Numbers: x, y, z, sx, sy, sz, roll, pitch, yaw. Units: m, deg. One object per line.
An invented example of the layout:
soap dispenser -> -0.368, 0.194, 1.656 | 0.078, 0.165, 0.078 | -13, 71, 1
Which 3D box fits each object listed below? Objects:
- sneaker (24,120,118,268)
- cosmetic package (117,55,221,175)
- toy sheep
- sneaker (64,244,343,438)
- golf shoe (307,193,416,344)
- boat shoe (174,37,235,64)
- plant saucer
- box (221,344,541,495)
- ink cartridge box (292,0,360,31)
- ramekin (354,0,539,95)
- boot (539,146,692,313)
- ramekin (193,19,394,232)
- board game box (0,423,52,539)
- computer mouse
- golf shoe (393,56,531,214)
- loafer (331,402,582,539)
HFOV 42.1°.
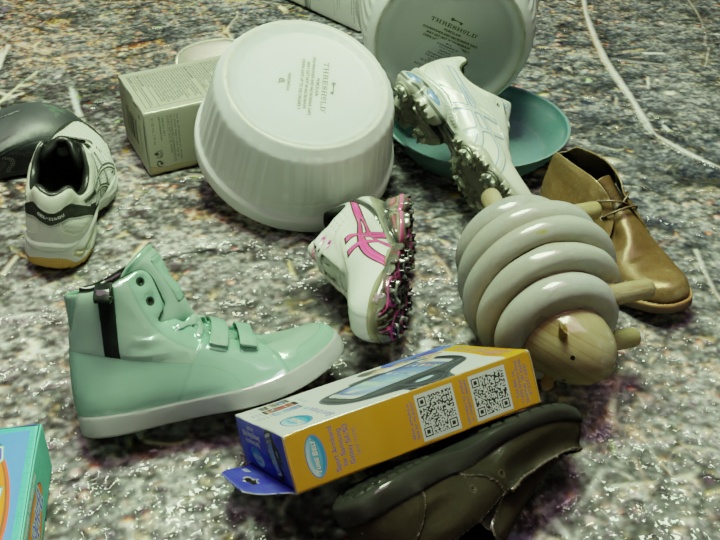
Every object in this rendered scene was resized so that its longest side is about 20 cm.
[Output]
sneaker -> -0.264, -0.094, 0.863 | 0.074, 0.089, 0.202 | 2, 39, -12
cosmetic package -> -0.149, -0.177, 1.003 | 0.196, 0.074, 0.104 | -15, 39, -22
toy sheep -> 0.137, 0.006, 0.714 | 0.135, 0.140, 0.202 | -8, 41, -13
sneaker -> -0.110, 0.036, 0.662 | 0.196, 0.121, 0.074 | -13, 9, -18
golf shoe -> 0.000, 0.000, 0.773 | 0.090, 0.074, 0.201 | -2, 26, 6
boat shoe -> -0.120, -0.239, 1.116 | 0.195, 0.057, 0.068 | -6, 72, -3
plant saucer -> 0.123, -0.145, 0.998 | 0.195, 0.037, 0.202 | 0, 35, 0
box -> 0.005, 0.094, 0.616 | 0.196, 0.042, 0.119 | -14, 3, -22
ink cartridge box -> -0.017, -0.426, 1.337 | 0.144, 0.086, 0.199 | -27, 46, -33
ramekin -> 0.091, -0.261, 0.967 | 0.195, 0.203, 0.106 | 1, 44, 0
boot -> 0.219, -0.038, 0.823 | 0.072, 0.077, 0.201 | -12, 39, -21
ramekin -> -0.058, -0.146, 0.886 | 0.198, 0.095, 0.206 | 6, 56, -9
board game box -> -0.292, 0.169, 0.550 | 0.195, 0.046, 0.153 | -5, 36, -7
computer mouse -> -0.368, -0.129, 0.949 | 0.197, 0.054, 0.138 | -20, 40, -26
golf shoe -> 0.119, -0.125, 0.879 | 0.096, 0.079, 0.201 | -32, 75, -18
loafer -> 0.071, 0.141, 0.591 | 0.197, 0.073, 0.073 | -16, 82, -34
